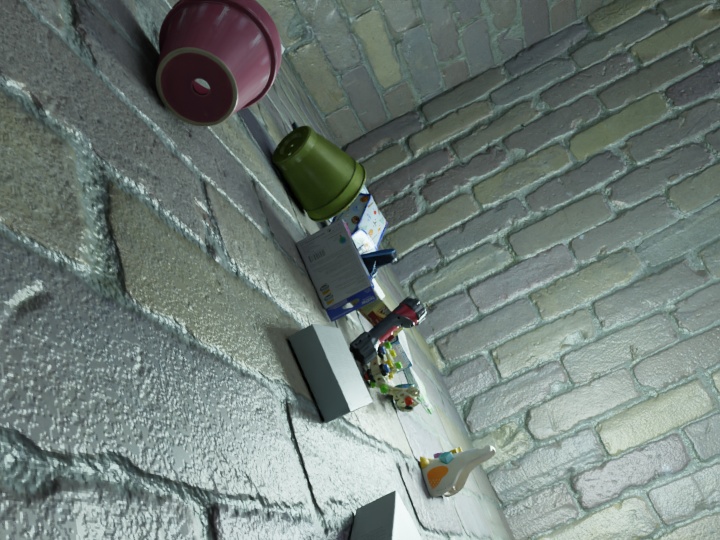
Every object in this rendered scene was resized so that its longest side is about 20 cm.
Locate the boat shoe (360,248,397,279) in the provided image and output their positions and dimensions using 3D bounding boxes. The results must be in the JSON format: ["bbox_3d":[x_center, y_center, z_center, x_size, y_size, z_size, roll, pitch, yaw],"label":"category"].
[{"bbox_3d":[0.000,0.000,1.508,0.084,0.199,0.069,-21,95,-57],"label":"boat shoe"}]

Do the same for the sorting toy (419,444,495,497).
[{"bbox_3d":[0.256,0.489,1.664,0.107,0.179,0.200,66,7,24],"label":"sorting toy"}]

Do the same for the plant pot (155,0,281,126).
[{"bbox_3d":[-0.240,-0.331,1.062,0.200,0.199,0.179,59,24,-33],"label":"plant pot"}]

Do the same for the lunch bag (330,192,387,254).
[{"bbox_3d":[-0.011,-0.113,2.005,0.201,0.123,0.170,-66,149,-21],"label":"lunch bag"}]

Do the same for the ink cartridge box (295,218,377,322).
[{"bbox_3d":[-0.050,0.001,1.448,0.201,0.119,0.042,65,9,17],"label":"ink cartridge box"}]

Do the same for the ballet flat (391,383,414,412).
[{"bbox_3d":[0.111,0.324,1.672,0.200,0.068,0.069,72,10,-82],"label":"ballet flat"}]

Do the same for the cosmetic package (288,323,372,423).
[{"bbox_3d":[-0.047,0.173,1.127,0.151,0.052,0.200,63,6,12],"label":"cosmetic package"}]

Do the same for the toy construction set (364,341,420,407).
[{"bbox_3d":[0.063,0.245,1.556,0.131,0.092,0.200,59,-3,-33],"label":"toy construction set"}]

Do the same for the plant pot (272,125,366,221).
[{"bbox_3d":[-0.120,-0.265,1.714,0.193,0.200,0.201,45,17,-34],"label":"plant pot"}]

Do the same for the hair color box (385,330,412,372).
[{"bbox_3d":[0.102,0.217,2.023,0.100,0.060,0.200,60,7,-21],"label":"hair color box"}]

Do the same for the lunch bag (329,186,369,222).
[{"bbox_3d":[-0.055,-0.229,2.111,0.083,0.160,0.200,60,3,21],"label":"lunch bag"}]

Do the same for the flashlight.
[{"bbox_3d":[0.064,0.140,1.508,0.068,0.200,0.068,39,-30,21],"label":"flashlight"}]

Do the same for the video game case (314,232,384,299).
[{"bbox_3d":[-0.031,-0.012,1.696,0.200,0.018,0.143,36,-13,37],"label":"video game case"}]

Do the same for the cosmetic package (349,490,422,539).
[{"bbox_3d":[0.036,0.386,0.868,0.102,0.071,0.200,63,7,-1],"label":"cosmetic package"}]

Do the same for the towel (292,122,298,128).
[{"bbox_3d":[-0.191,-0.443,2.461,0.200,0.022,0.147,52,12,-51],"label":"towel"}]

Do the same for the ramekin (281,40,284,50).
[{"bbox_3d":[-0.355,-0.845,2.374,0.201,0.105,0.200,62,7,-13],"label":"ramekin"}]

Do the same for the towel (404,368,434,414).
[{"bbox_3d":[0.193,0.381,2.217,0.200,0.031,0.150,56,11,-48],"label":"towel"}]

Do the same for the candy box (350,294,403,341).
[{"bbox_3d":[0.015,0.081,1.632,0.116,0.055,0.200,53,-7,-37],"label":"candy box"}]
